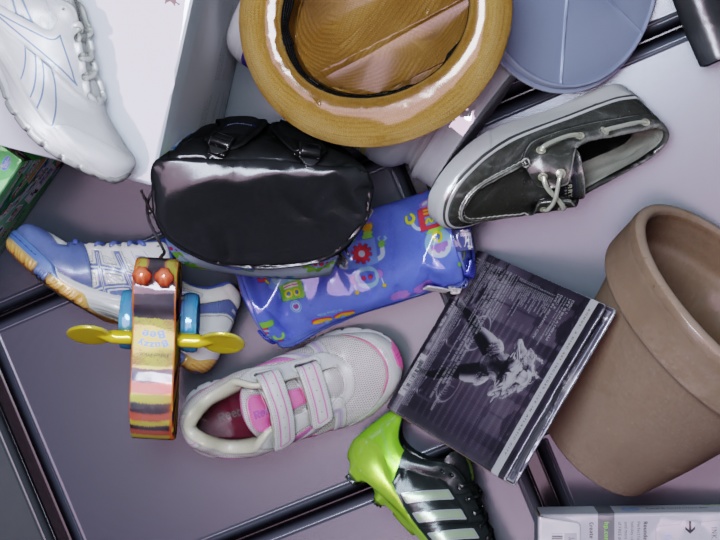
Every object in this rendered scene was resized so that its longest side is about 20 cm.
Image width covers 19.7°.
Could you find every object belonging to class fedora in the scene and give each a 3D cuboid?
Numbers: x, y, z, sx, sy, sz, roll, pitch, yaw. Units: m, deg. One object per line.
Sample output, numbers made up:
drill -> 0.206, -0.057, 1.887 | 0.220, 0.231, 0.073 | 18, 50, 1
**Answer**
fedora -> 0.015, -0.182, 1.497 | 0.200, 0.082, 0.202 | 0, 92, 11

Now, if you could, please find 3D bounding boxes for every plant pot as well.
plant pot -> 0.235, 0.079, 1.596 | 0.200, 0.200, 0.175 | 42, 118, 3

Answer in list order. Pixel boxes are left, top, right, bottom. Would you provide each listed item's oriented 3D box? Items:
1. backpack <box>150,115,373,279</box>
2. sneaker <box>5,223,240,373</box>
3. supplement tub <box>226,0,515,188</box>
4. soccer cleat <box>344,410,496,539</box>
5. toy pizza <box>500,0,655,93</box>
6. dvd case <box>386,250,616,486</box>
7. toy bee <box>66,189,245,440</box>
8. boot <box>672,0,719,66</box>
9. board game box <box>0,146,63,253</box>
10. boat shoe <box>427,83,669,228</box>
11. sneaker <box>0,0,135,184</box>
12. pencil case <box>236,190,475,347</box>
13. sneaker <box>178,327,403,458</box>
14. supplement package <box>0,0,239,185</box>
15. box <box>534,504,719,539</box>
backpack -> -0.074, -0.056, 1.556 | 0.162, 0.200, 0.154 | 2, 113, -4
sneaker -> -0.192, 0.003, 1.707 | 0.199, 0.075, 0.088 | 29, 86, 0
supplement tub -> 0.012, -0.172, 1.611 | 0.200, 0.145, 0.146 | 37, 100, 4
soccer cleat -> 0.076, 0.197, 1.681 | 0.200, 0.068, 0.081 | 44, 90, 3
toy pizza -> 0.150, -0.236, 1.582 | 0.032, 0.199, 0.201 | 6, 99, 53
dvd case -> 0.104, 0.070, 1.593 | 0.016, 0.200, 0.149 | 32, 87, -27
toy bee -> -0.166, 0.032, 1.615 | 0.130, 0.109, 0.201 | -18, 86, -1
boot -> 0.230, -0.246, 1.555 | 0.065, 0.165, 0.201 | -12, 102, 35
board game box -> -0.319, -0.020, 1.684 | 0.029, 0.135, 0.200 | 37, 99, 4
boat shoe -> 0.146, -0.081, 1.595 | 0.199, 0.071, 0.064 | -28, 48, -17
sneaker -> -0.223, -0.150, 1.486 | 0.087, 0.075, 0.200 | -38, 89, 6
pencil case -> 0.000, 0.000, 1.663 | 0.199, 0.078, 0.087 | -18, 71, 11
sneaker -> -0.060, 0.108, 1.679 | 0.199, 0.088, 0.082 | -23, 92, 10
supplement package -> -0.191, -0.161, 1.616 | 0.150, 0.200, 0.153 | 14, 97, 7
box -> 0.239, 0.266, 1.657 | 0.199, 0.041, 0.157 | -1, 96, 0
